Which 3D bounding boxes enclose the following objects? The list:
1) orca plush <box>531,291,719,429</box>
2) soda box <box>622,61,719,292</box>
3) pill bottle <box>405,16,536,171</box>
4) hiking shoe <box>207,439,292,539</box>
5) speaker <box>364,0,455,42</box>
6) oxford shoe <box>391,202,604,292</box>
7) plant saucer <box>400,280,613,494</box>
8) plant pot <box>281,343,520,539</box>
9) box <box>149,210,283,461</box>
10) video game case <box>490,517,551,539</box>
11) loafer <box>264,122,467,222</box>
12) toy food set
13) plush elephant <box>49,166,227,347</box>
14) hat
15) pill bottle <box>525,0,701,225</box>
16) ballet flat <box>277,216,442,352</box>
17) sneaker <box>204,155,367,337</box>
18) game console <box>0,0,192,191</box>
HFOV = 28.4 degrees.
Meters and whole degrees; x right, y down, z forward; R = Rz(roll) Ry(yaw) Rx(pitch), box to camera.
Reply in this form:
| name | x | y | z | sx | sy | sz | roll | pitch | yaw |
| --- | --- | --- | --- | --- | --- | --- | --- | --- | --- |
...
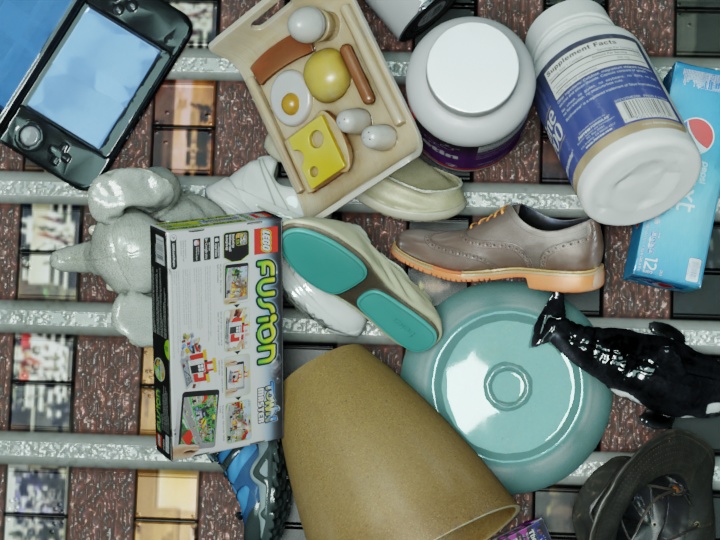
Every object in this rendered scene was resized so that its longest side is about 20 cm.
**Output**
| name | x | y | z | sx | sy | sz | roll | pitch | yaw |
| --- | --- | --- | --- | --- | --- | --- | --- | --- | --- |
| orca plush | 0.260 | 0.070 | 1.279 | 0.200 | 0.071 | 0.105 | 35 | 60 | 1 |
| soda box | 0.296 | -0.084 | 1.310 | 0.064 | 0.068 | 0.200 | 13 | 85 | 3 |
| pill bottle | 0.096 | -0.157 | 1.261 | 0.112 | 0.200 | 0.113 | 0 | 84 | 3 |
| hiking shoe | -0.113 | 0.160 | 1.316 | 0.087 | 0.074 | 0.200 | -8 | 74 | 10 |
| speaker | 0.003 | -0.316 | 1.342 | 0.081 | 0.081 | 0.200 | -40 | 84 | -1 |
| oxford shoe | 0.124 | -0.029 | 1.295 | 0.200 | 0.071 | 0.073 | 5 | 110 | 18 |
| plant saucer | 0.136 | 0.108 | 1.318 | 0.200 | 0.036 | 0.200 | 0 | 84 | 3 |
| plant pot | 0.011 | 0.172 | 1.259 | 0.186 | 0.186 | 0.200 | -30 | 72 | 0 |
| box | -0.120 | 0.055 | 1.210 | 0.110 | 0.035 | 0.200 | -8 | 107 | -31 |
| video game case | 0.124 | 0.345 | 1.255 | 0.181 | 0.036 | 0.200 | -21 | 85 | -28 |
| loafer | 0.008 | -0.105 | 1.314 | 0.200 | 0.076 | 0.068 | 21 | 118 | 8 |
| toy food set | -0.045 | -0.149 | 1.254 | 0.143 | 0.060 | 0.200 | -32 | 75 | 33 |
| plush elephant | -0.194 | -0.015 | 1.254 | 0.200 | 0.155 | 0.165 | -7 | 87 | 39 |
| hat | 0.237 | 0.228 | 1.270 | 0.081 | 0.200 | 0.201 | 16 | 84 | 45 |
| pill bottle | 0.216 | -0.147 | 1.268 | 0.111 | 0.111 | 0.200 | -19 | 53 | 1 |
| ballet flat | 0.000 | 0.000 | 1.274 | 0.069 | 0.069 | 0.200 | -49 | 121 | -2 |
| sneaker | -0.051 | -0.029 | 1.322 | 0.099 | 0.078 | 0.200 | -41 | 85 | -5 |
| game console | -0.282 | -0.203 | 1.328 | 0.172 | 0.119 | 0.200 | 31 | 88 | 6 |
